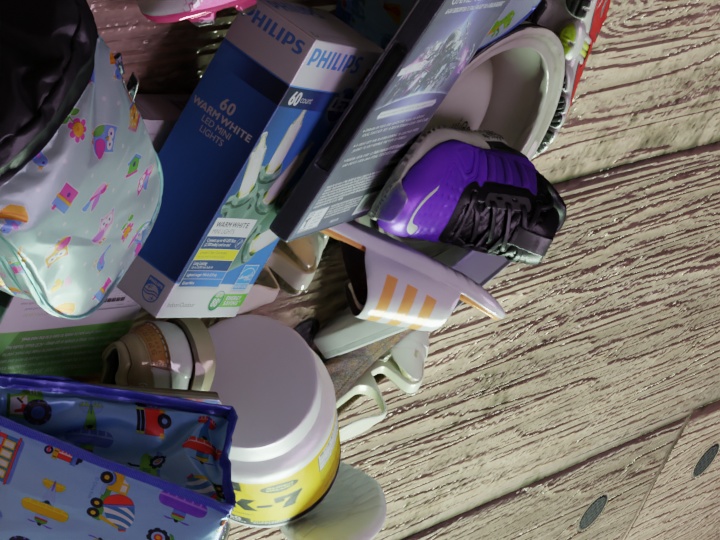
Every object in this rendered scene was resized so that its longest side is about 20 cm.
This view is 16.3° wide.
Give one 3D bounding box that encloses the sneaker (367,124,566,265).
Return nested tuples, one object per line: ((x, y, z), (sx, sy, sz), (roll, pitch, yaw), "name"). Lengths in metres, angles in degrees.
((0.086, -0.044, 1.709), (0.070, 0.099, 0.200), (-57, 161, 22), "sneaker")

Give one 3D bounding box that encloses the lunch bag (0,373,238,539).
((-0.193, 0.144, 1.562), (0.094, 0.200, 0.151), (-93, -158, -50), "lunch bag")

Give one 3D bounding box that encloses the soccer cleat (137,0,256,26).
((-0.056, -0.214, 1.495), (0.200, 0.070, 0.087), (-30, 120, -28), "soccer cleat")

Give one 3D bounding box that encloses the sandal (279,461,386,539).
((-0.029, 0.182, 1.906), (0.082, 0.203, 0.050), (-25, 111, -13), "sandal")

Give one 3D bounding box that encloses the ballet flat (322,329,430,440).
((0.007, 0.083, 1.971), (0.200, 0.067, 0.068), (-39, 159, -25), "ballet flat")

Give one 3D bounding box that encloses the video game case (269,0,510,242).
((0.026, -0.109, 1.594), (0.200, 0.019, 0.143), (-57, 167, 19), "video game case")

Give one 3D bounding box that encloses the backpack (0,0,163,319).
((-0.190, -0.060, 1.383), (0.167, 0.126, 0.200), (-48, 158, -16), "backpack")

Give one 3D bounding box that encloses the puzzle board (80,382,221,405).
((-0.186, 0.152, 1.630), (0.150, 0.017, 0.200), (5, 128, -22), "puzzle board")

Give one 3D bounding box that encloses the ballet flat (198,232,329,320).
((-0.072, -0.002, 1.730), (0.200, 0.072, 0.072), (-22, 141, -49), "ballet flat")

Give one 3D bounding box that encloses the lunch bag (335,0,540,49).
((0.068, -0.232, 1.644), (0.161, 0.082, 0.200), (-34, 149, -32), "lunch bag")

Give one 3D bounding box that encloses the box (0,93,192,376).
((-0.172, -0.019, 1.576), (0.144, 0.036, 0.200), (-4, 126, -58), "box")

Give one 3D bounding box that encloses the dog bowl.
((0.055, -0.106, 1.798), (0.200, 0.074, 0.200), (-40, 152, -26), "dog bowl")

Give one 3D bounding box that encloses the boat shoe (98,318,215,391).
((-0.158, 0.115, 1.673), (0.068, 0.075, 0.200), (-6, 127, -34), "boat shoe")

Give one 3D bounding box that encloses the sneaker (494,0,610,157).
((0.151, -0.170, 1.880), (0.085, 0.077, 0.200), (-31, 150, -51), "sneaker")

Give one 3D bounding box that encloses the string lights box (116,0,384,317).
((-0.074, -0.069, 1.563), (0.200, 0.059, 0.103), (-59, 158, 14), "string lights box")

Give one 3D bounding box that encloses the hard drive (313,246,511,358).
((0.055, 0.006, 1.874), (0.132, 0.026, 0.200), (-39, -173, -27), "hard drive")

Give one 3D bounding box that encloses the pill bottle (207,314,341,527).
((-0.073, 0.106, 1.771), (0.114, 0.114, 0.200), (-46, 165, -13), "pill bottle")

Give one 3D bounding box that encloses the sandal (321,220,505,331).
((-0.002, -0.001, 1.711), (0.059, 0.206, 0.079), (-64, -169, 0), "sandal")

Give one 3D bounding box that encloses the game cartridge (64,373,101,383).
((-0.225, 0.152, 1.711), (0.200, 0.032, 0.176), (-60, 154, 12), "game cartridge")
